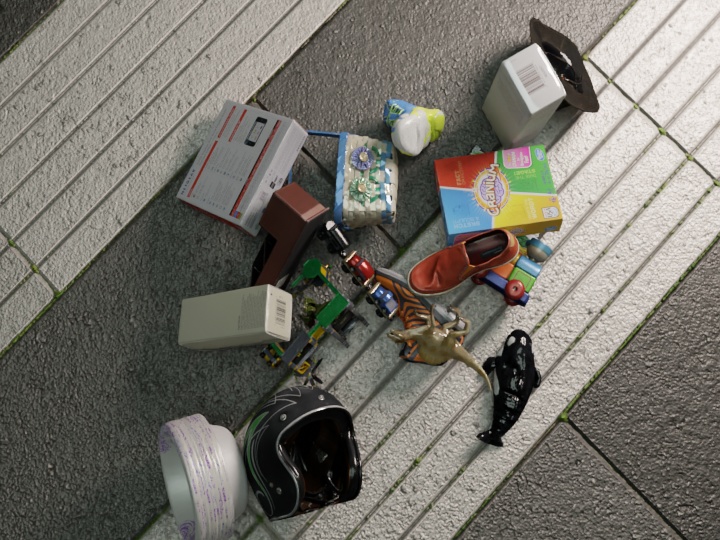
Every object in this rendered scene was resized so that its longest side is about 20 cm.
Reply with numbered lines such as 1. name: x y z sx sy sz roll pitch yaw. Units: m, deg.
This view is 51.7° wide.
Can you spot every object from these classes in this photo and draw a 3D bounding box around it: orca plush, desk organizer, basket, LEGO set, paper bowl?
1. orca plush: 0.252 0.199 1.268 0.104 0.071 0.203 31 84 4
2. desk organizer: -0.138 -0.042 1.250 0.076 0.072 0.202 38 124 10
3. basket: -0.033 -0.156 1.284 0.194 0.139 0.182 -1 82 10
4. LEGO set: -0.081 0.095 1.285 0.152 0.116 0.202 33 82 33
5. paper bowl: -0.248 0.333 1.196 0.102 0.200 0.206 -11 81 -28

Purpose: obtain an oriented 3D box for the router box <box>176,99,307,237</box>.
1. router box: -0.208 -0.183 1.293 0.177 0.049 0.204 23 83 35

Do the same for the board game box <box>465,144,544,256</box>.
1. board game box: 0.248 -0.121 1.336 0.199 0.023 0.105 42 87 6

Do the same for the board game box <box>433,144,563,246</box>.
1. board game box: 0.234 -0.130 1.280 0.194 0.041 0.157 -8 62 0

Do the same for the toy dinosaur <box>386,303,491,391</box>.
1. toy dinosaur: 0.143 0.116 1.241 0.196 0.058 0.103 23 105 -2

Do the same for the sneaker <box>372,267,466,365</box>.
1. sneaker: 0.082 0.089 1.281 0.198 0.078 0.113 36 83 5

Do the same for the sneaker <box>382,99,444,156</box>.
1. sneaker: 0.071 -0.250 1.285 0.103 0.199 0.078 20 109 19

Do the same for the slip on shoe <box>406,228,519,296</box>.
1. slip on shoe: 0.165 -0.017 1.224 0.195 0.061 0.076 -22 65 9

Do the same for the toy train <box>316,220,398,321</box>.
1. toy train: 0.000 0.000 1.232 0.201 0.045 0.034 53 52 -8

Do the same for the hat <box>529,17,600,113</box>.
1. hat: 0.340 -0.345 1.329 0.197 0.081 0.205 24 48 -29

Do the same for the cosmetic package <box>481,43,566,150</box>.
1. cosmetic package: 0.273 -0.287 1.267 0.073 0.200 0.103 -27 83 -3

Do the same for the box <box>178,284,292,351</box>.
1. box: -0.210 0.082 1.240 0.196 0.068 0.085 -8 70 32

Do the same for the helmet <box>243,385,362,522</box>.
1. helmet: -0.098 0.288 1.198 0.195 0.201 0.196 -14 73 -1

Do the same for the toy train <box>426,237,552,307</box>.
1. toy train: 0.225 -0.035 1.290 0.198 0.085 0.117 33 86 14
